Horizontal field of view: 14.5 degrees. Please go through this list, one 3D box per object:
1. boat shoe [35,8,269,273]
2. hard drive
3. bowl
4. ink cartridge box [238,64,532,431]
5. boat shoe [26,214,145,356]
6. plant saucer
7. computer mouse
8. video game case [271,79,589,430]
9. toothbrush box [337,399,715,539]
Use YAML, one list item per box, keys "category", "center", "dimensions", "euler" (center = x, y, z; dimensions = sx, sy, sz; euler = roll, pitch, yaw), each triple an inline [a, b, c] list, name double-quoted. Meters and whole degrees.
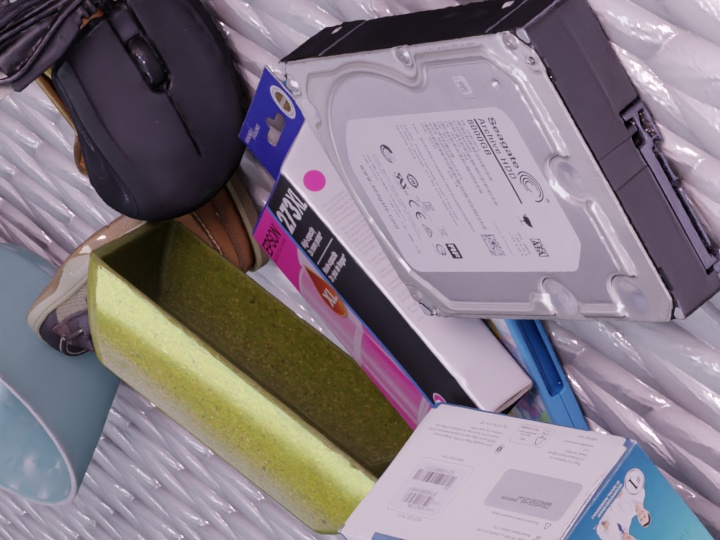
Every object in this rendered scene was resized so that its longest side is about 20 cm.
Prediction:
- category: "boat shoe"
  center: [-0.126, -0.070, 1.530]
  dimensions: [0.200, 0.068, 0.072]
  euler: [57, 159, -14]
- category: "hard drive"
  center: [0.055, -0.043, 1.179]
  dimensions: [0.200, 0.038, 0.140]
  euler: [0, 125, 59]
- category: "bowl"
  center: [-0.241, 0.057, 1.930]
  dimensions: [0.201, 0.105, 0.201]
  euler: [32, 154, 18]
- category: "ink cartridge box"
  center: [0.000, 0.000, 1.363]
  dimensions: [0.200, 0.037, 0.095]
  euler: [52, 160, 9]
- category: "boat shoe"
  center: [-0.158, 0.024, 1.769]
  dimensions: [0.065, 0.072, 0.200]
  euler: [56, 155, 7]
- category: "plant saucer"
  center: [-0.051, 0.059, 1.420]
  dimensions: [0.200, 0.048, 0.200]
  euler: [38, -170, 1]
- category: "computer mouse"
  center: [-0.107, -0.084, 1.399]
  dimensions: [0.053, 0.138, 0.200]
  euler: [39, 167, 34]
- category: "video game case"
  center: [0.037, 0.004, 1.359]
  dimensions: [0.143, 0.018, 0.200]
  euler: [25, 146, 55]
- category: "toothbrush box"
  center: [0.109, 0.162, 1.293]
  dimensions: [0.146, 0.085, 0.200]
  euler: [9, 145, 53]
